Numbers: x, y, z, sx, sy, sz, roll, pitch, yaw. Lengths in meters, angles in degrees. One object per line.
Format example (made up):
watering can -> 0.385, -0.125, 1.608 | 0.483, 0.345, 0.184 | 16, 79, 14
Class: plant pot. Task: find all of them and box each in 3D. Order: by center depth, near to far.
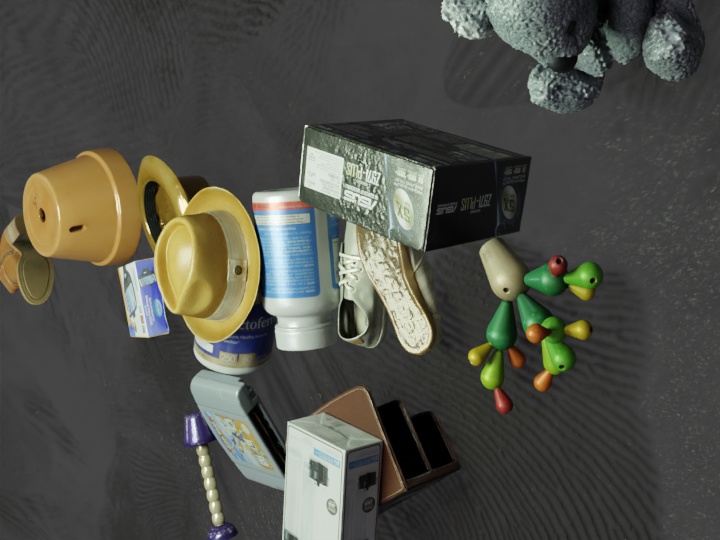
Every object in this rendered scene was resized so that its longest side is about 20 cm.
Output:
plant pot -> -0.482, -0.101, 1.645 | 0.198, 0.138, 0.205 | 14, 109, 44

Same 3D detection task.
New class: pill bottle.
pill bottle -> -0.078, -0.004, 1.249 | 0.111, 0.111, 0.205 | 3, 99, 46
pill bottle -> -0.169, 0.032, 1.352 | 0.115, 0.114, 0.204 | 28, 118, 39

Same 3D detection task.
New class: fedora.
fedora -> -0.212, -0.007, 1.249 | 0.198, 0.081, 0.206 | 1, 91, 45
fedora -> -0.262, -0.084, 1.428 | 0.200, 0.081, 0.205 | 37, 136, 46

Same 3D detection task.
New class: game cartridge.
game cartridge -> -0.165, 0.233, 1.386 | 0.131, 0.042, 0.202 | 1, 127, 43

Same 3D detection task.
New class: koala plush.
koala plush -> 0.177, -0.244, 0.857 | 0.175, 0.197, 0.188 | -12, 90, 47

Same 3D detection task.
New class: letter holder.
letter holder -> 0.007, 0.230, 1.218 | 0.200, 0.099, 0.144 | -41, 67, 43

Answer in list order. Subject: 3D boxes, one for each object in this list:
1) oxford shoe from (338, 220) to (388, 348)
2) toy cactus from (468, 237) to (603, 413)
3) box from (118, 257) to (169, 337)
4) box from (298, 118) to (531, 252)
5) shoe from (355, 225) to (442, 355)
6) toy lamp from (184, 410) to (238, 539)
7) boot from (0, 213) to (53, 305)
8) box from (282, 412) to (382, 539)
oxford shoe -> 0.000, 0.000, 1.207 | 0.074, 0.057, 0.205 | 11, 105, 47
toy cactus -> 0.168, 0.041, 1.019 | 0.167, 0.100, 0.202 | 62, 144, 31
box -> -0.351, 0.046, 1.561 | 0.199, 0.041, 0.122 | 170, 89, -70
box -> 0.056, -0.099, 1.047 | 0.198, 0.162, 0.088 | 24, 115, 40
shoe -> 0.049, 0.003, 1.157 | 0.069, 0.053, 0.204 | -26, 78, 36
toy lamp -> -0.240, 0.326, 1.538 | 0.058, 0.058, 0.204 | -14, 90, 47
boot -> -0.678, 0.008, 1.932 | 0.155, 0.073, 0.203 | -43, 55, 42
box -> -0.036, 0.288, 1.157 | 0.115, 0.059, 0.205 | 17, 108, 46
